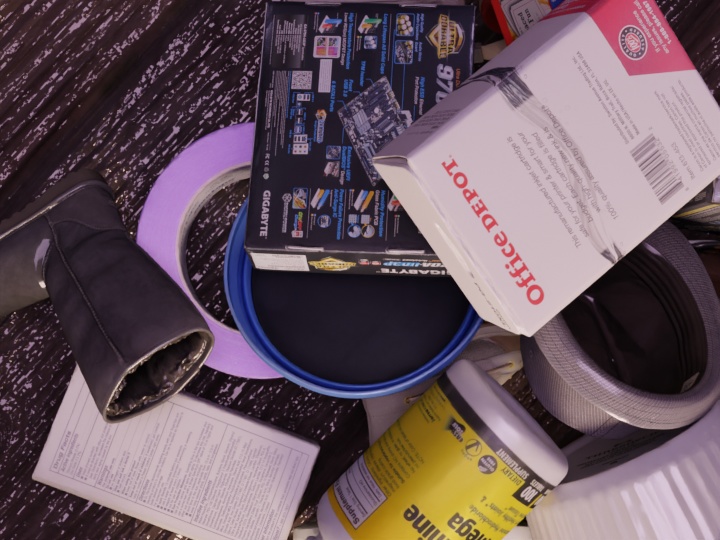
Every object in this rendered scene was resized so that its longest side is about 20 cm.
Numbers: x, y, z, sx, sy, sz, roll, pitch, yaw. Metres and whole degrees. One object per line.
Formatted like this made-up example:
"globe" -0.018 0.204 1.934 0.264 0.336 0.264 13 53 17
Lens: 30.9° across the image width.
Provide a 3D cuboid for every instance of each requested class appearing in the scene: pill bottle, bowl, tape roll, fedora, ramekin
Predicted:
"pill bottle" 0.043 0.170 0.933 0.112 0.112 0.200 44 96 0
"bowl" 0.000 0.000 0.964 0.199 0.039 0.202 -2 68 4
"tape roll" -0.076 -0.015 1.041 0.199 0.066 0.201 0 87 -4
"fedora" 0.180 0.045 0.969 0.176 0.090 0.201 11 49 -21
"ramekin" 0.213 0.169 0.975 0.202 0.202 0.095 -26 91 -5

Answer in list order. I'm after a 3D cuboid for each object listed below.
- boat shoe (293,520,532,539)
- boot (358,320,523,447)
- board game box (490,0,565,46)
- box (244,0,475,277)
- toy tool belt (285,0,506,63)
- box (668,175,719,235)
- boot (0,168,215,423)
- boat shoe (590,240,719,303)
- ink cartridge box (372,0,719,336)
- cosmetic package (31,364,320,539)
"boat shoe" 0.046 0.231 1.028 0.199 0.070 0.072 2 84 -4
"boot" 0.087 0.111 1.036 0.199 0.072 0.156 -9 101 -27
"board game box" 0.170 -0.170 0.975 0.151 0.046 0.201 -39 113 -47
"box" 0.003 -0.099 0.953 0.158 0.046 0.201 2 72 4
"toy tool belt" 0.043 -0.240 1.030 0.199 0.125 0.123 -3 56 12
"box" 0.316 -0.053 0.998 0.160 0.200 0.049 6 87 -2
"boot" -0.215 0.038 0.972 0.182 0.073 0.200 -41 60 10
"boat shoe" 0.241 0.001 1.049 0.199 0.068 0.072 4 72 7
"ink cartridge box" 0.129 -0.076 0.864 0.200 0.084 0.145 -39 105 -10
"cosmetic package" -0.141 0.148 1.021 0.199 0.073 0.104 22 85 -1
